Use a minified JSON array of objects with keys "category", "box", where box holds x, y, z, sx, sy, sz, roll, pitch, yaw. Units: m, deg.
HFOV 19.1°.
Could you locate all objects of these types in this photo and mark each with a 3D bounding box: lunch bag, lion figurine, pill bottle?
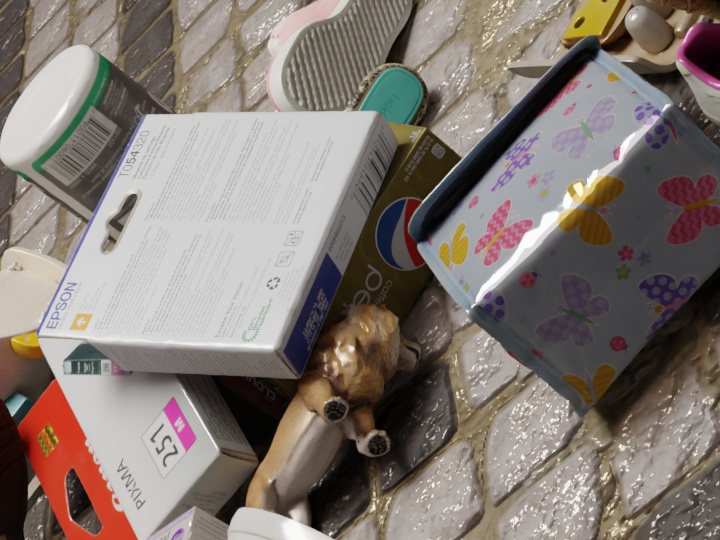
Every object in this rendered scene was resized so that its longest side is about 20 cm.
[{"category":"lunch bag","box":[0.121,-0.039,1.253,0.170,0.127,0.200,-46,21,8]},{"category":"lion figurine","box":[-0.033,0.115,1.372,0.200,0.072,0.123,-53,19,9]},{"category":"pill bottle","box":[-0.173,-0.075,1.674,0.113,0.200,0.113,-37,31,27]}]

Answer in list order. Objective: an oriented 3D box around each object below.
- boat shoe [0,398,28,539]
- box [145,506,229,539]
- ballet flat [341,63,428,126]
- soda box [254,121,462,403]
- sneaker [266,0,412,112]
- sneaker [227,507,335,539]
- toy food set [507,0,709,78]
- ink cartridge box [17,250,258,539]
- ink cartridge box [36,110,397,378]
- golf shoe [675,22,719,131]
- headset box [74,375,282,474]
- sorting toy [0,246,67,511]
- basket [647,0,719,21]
[{"category":"boat shoe","box":[-0.286,0.182,1.559,0.075,0.204,0.075,2,14,37]},{"category":"box","box":[-0.150,0.213,1.392,0.200,0.041,0.039,-36,30,41]},{"category":"ballet flat","box":[-0.016,-0.064,1.580,0.200,0.068,0.075,-57,5,-21]},{"category":"soda box","box":[0.000,0.000,1.457,0.201,0.068,0.064,-57,27,-8]},{"category":"sneaker","box":[-0.036,-0.160,1.678,0.104,0.075,0.200,-29,18,40]},{"category":"sneaker","box":[-0.033,0.213,1.225,0.200,0.074,0.116,18,72,49]},{"category":"toy food set","box":[0.185,-0.214,1.427,0.143,0.060,0.201,4,60,59]},{"category":"ink cartridge box","box":[-0.172,0.116,1.472,0.174,0.043,0.200,-50,50,20]},{"category":"ink cartridge box","box":[-0.095,-0.021,1.434,0.199,0.043,0.197,1,54,33]},{"category":"golf shoe","box":[0.256,-0.114,1.164,0.199,0.091,0.076,-16,43,48]},{"category":"headset box","box":[-0.127,0.072,1.564,0.148,0.075,0.201,-37,31,29]},{"category":"sorting toy","box":[-0.264,0.104,1.649,0.200,0.106,0.181,-56,-29,-64]},{"category":"basket","box":[0.269,-0.187,1.168,0.199,0.143,0.149,-13,44,44]}]
